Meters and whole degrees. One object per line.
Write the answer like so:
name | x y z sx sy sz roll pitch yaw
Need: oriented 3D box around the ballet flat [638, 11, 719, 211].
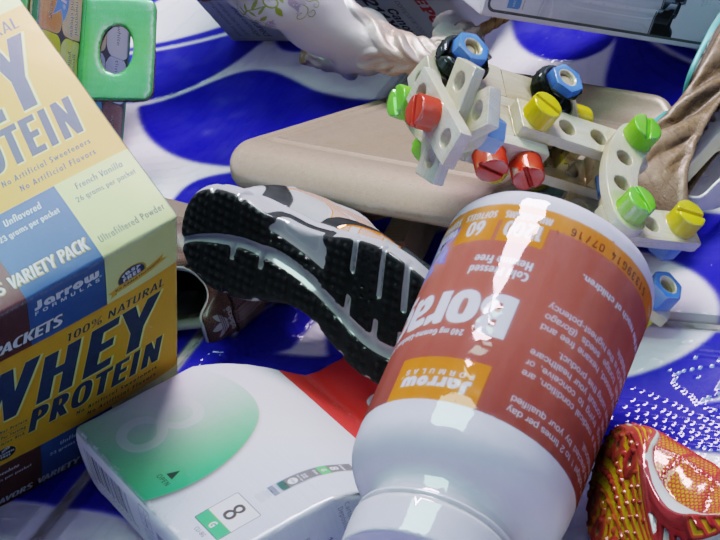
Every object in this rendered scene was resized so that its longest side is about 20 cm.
ballet flat | 0.201 -0.080 1.693 0.072 0.068 0.200 23 46 19

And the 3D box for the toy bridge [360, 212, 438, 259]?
toy bridge | 0.030 -0.025 1.711 0.199 0.027 0.067 -2 34 22

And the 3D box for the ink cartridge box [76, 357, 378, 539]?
ink cartridge box | -0.025 0.086 1.549 0.199 0.050 0.161 -30 34 -16

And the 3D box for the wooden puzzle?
wooden puzzle | 0.054 -0.067 1.727 0.184 0.037 0.200 11 25 37

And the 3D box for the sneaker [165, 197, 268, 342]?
sneaker | -0.140 -0.003 1.717 0.199 0.071 0.076 6 39 33

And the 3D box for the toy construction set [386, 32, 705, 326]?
toy construction set | 0.085 -0.055 1.562 0.092 0.199 0.132 -35 46 30

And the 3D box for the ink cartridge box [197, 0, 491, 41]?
ink cartridge box | -0.023 -0.214 1.891 0.199 0.146 0.083 4 62 35

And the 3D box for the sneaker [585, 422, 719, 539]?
sneaker | 0.164 0.127 1.395 0.077 0.073 0.200 12 13 -26

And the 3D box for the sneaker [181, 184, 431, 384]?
sneaker | 0.000 0.000 1.609 0.199 0.074 0.080 31 28 32

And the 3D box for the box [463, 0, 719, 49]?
box | 0.141 -0.184 1.784 0.199 0.060 0.117 5 22 -29

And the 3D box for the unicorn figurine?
unicorn figurine | -0.015 -0.152 1.809 0.199 0.074 0.137 9 6 -29

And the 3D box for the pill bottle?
pill bottle | 0.062 0.069 1.453 0.112 0.112 0.201 3 51 29

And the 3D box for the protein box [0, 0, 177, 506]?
protein box | -0.201 -0.017 1.576 0.134 0.200 0.199 -29 65 -19

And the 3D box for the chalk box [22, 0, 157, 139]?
chalk box | -0.220 -0.135 1.863 0.199 0.125 0.124 -1 -8 26
